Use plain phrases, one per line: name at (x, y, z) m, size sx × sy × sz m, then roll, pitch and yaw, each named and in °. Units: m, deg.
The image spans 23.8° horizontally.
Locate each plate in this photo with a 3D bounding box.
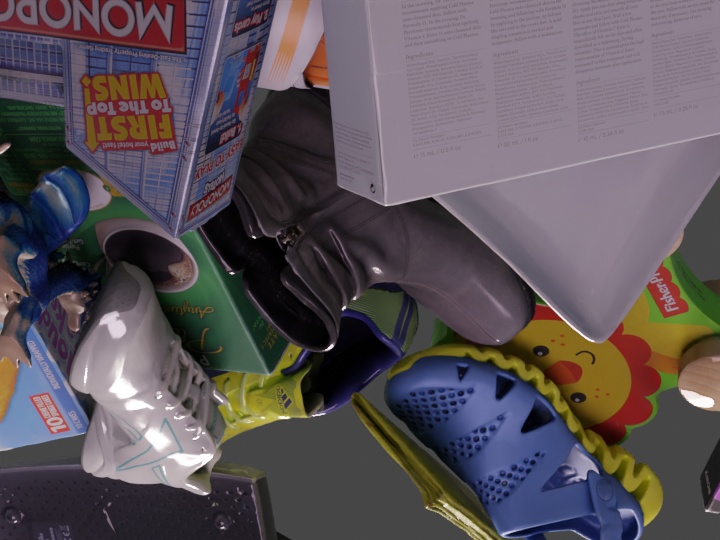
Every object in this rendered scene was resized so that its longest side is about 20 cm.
plate at (0.105, -0.098, 0.833) m, size 0.199 × 0.032 × 0.200 m, roll 39°, pitch 82°, yaw -28°

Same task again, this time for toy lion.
toy lion at (0.121, 0.029, 0.987) m, size 0.191 × 0.069 × 0.200 m, roll -16°, pitch 129°, yaw 23°

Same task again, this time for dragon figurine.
dragon figurine at (-0.170, -0.022, 0.838) m, size 0.059 × 0.100 × 0.200 m, roll 11°, pitch 142°, yaw 9°

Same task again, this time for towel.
towel at (0.052, 0.135, 1.016) m, size 0.018 × 0.086 × 0.200 m, roll -44°, pitch 148°, yaw -1°

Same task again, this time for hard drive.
hard drive at (-0.140, 0.176, 1.073) m, size 0.199 × 0.042 × 0.136 m, roll -2°, pitch 109°, yaw 22°

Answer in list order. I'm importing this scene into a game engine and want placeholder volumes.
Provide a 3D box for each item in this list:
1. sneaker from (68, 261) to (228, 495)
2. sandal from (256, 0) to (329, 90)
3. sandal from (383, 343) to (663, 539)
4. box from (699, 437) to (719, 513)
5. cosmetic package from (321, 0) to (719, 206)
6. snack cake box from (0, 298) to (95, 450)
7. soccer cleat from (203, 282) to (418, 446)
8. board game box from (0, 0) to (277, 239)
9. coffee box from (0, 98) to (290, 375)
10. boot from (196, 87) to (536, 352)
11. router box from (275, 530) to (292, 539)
sneaker at (-0.109, 0.061, 0.928) m, size 0.080 × 0.071 × 0.201 m, roll 18°, pitch 151°, yaw 7°
sandal at (-0.075, -0.127, 0.816) m, size 0.206 × 0.059 × 0.079 m, roll 19°, pitch 129°, yaw 6°
sandal at (0.095, 0.117, 0.990) m, size 0.200 × 0.087 × 0.079 m, roll 35°, pitch 139°, yaw -18°
box at (0.307, 0.083, 1.044) m, size 0.142 × 0.036 × 0.201 m, roll 10°, pitch 129°, yaw -8°
cosmetic package at (0.080, -0.124, 0.766) m, size 0.199 × 0.052 × 0.152 m, roll -13°, pitch 110°, yaw -25°
snack cake box at (-0.236, 0.013, 0.965) m, size 0.114 × 0.067 × 0.201 m, roll -14°, pitch 130°, yaw 11°
soccer cleat at (-0.051, 0.062, 0.994) m, size 0.200 × 0.084 × 0.065 m, roll -33°, pitch 123°, yaw 25°
board game box at (-0.117, -0.123, 0.765) m, size 0.199 × 0.062 × 0.201 m, roll 9°, pitch 111°, yaw 20°
coffee box at (-0.123, -0.029, 0.918) m, size 0.122 × 0.044 × 0.200 m, roll 1°, pitch 135°, yaw 31°
boot at (0.000, 0.000, 0.885) m, size 0.200 × 0.132 × 0.070 m, roll 42°, pitch 133°, yaw -15°
router box at (-0.080, 0.253, 1.181) m, size 0.200 × 0.052 × 0.157 m, roll 33°, pitch 122°, yaw -25°
